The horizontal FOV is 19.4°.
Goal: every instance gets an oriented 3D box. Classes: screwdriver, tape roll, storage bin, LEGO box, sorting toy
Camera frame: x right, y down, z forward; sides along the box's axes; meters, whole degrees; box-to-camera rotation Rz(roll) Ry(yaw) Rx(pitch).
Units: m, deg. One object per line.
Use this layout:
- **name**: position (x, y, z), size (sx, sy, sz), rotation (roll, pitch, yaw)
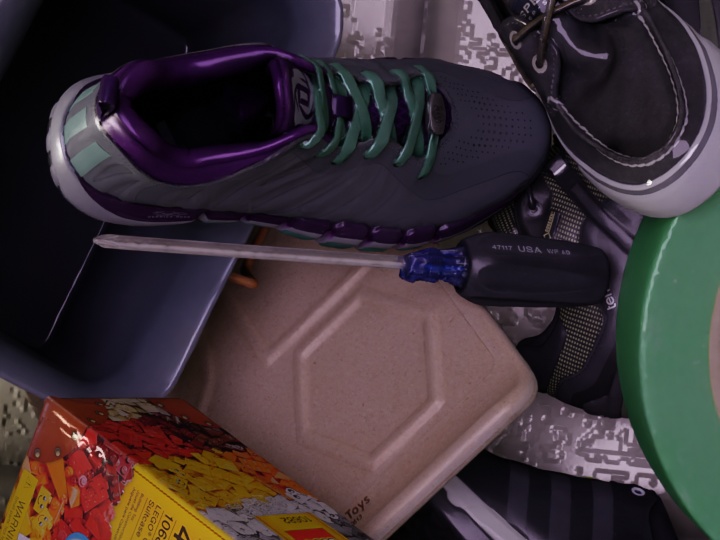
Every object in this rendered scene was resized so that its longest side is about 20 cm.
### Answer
- **screwdriver**: position (0.000, 0.000, 0.776), size (0.198, 0.028, 0.029), rotation (-1, 75, -18)
- **tape roll**: position (0.197, 0.026, 0.784), size (0.198, 0.048, 0.203), rotation (0, 96, -4)
- **storage bin**: position (-0.105, -0.047, 0.851), size (0.145, 0.134, 0.201), rotation (29, 80, -19)
- **LEGO box**: position (-0.074, 0.167, 0.751), size (0.148, 0.077, 0.202), rotation (31, 106, 35)
- **sorting toy**: position (-0.036, 0.048, 0.851), size (0.185, 0.036, 0.200), rotation (-44, 49, 11)

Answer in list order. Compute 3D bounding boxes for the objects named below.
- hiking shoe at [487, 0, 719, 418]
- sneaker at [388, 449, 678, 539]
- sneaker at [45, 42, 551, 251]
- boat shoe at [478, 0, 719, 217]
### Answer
- **hiking shoe**: position (0.099, -0.040, 0.840), size (0.100, 0.076, 0.202), rotation (6, 86, 12)
- **sneaker**: position (0.081, 0.113, 0.843), size (0.200, 0.072, 0.083), rotation (38, 55, 24)
- **sneaker**: position (-0.010, -0.048, 0.766), size (0.198, 0.087, 0.075), rotation (-5, 82, -21)
- **boat shoe**: position (0.080, -0.098, 0.797), size (0.070, 0.066, 0.201), rotation (-43, 39, 22)
